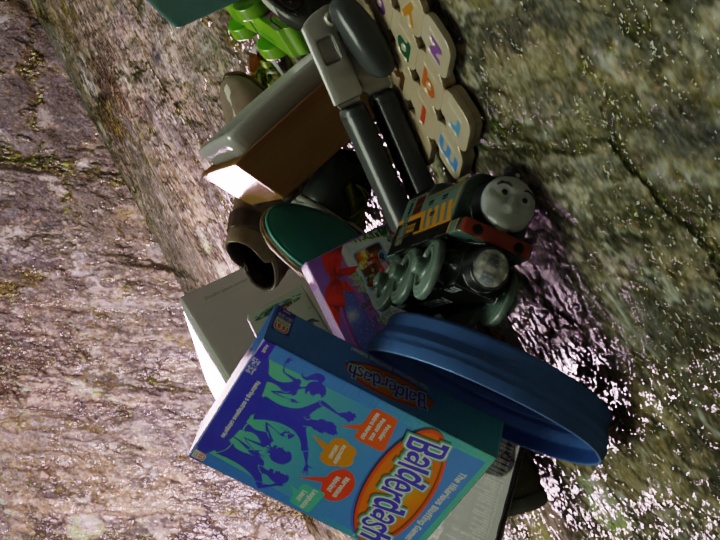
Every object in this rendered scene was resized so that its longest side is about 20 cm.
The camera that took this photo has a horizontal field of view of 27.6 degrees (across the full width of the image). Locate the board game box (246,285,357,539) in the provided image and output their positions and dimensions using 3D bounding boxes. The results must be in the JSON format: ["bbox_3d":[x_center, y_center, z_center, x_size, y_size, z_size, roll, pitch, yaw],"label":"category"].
[{"bbox_3d":[-0.028,0.123,1.294,0.148,0.064,0.200,66,173,-27],"label":"board game box"}]

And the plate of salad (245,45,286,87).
[{"bbox_3d":[-0.084,-0.150,1.611,0.200,0.048,0.200,58,165,25],"label":"plate of salad"}]

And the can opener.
[{"bbox_3d":[0.014,-0.125,1.188,0.200,0.053,0.067,66,168,-10],"label":"can opener"}]

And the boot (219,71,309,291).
[{"bbox_3d":[-0.106,-0.082,1.486,0.200,0.070,0.146,56,-140,-42],"label":"boot"}]

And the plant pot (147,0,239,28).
[{"bbox_3d":[-0.178,-0.342,1.373,0.141,0.141,0.200,-109,-6,-57],"label":"plant pot"}]

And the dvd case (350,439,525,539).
[{"bbox_3d":[0.073,0.186,1.343,0.149,0.016,0.200,22,108,30],"label":"dvd case"}]

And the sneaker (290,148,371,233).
[{"bbox_3d":[-0.015,-0.077,1.447,0.074,0.085,0.200,32,-173,0],"label":"sneaker"}]

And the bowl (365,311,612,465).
[{"bbox_3d":[0.101,0.090,1.128,0.200,0.039,0.201,25,168,5],"label":"bowl"}]

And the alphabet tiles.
[{"bbox_3d":[0.038,-0.172,1.157,0.200,0.015,0.196,60,166,19],"label":"alphabet tiles"}]

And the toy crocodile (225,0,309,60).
[{"bbox_3d":[-0.100,-0.261,1.451,0.068,0.062,0.200,56,171,-36],"label":"toy crocodile"}]

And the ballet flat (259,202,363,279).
[{"bbox_3d":[0.000,0.000,1.340,0.200,0.068,0.072,19,158,2],"label":"ballet flat"}]

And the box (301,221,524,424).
[{"bbox_3d":[0.055,0.054,1.249,0.200,0.137,0.039,64,168,3],"label":"box"}]

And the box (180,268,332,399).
[{"bbox_3d":[-0.074,0.104,1.718,0.200,0.199,0.171,54,163,38],"label":"box"}]

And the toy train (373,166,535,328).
[{"bbox_3d":[0.072,-0.016,1.115,0.085,0.114,0.200,22,168,-12],"label":"toy train"}]

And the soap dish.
[{"bbox_3d":[-0.064,-0.131,1.355,0.081,0.157,0.200,49,170,-10],"label":"soap dish"}]

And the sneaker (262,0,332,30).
[{"bbox_3d":[-0.059,-0.256,1.282,0.116,0.076,0.200,73,176,-54],"label":"sneaker"}]

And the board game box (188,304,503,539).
[{"bbox_3d":[-0.013,0.131,1.140,0.152,0.200,0.045,-57,10,38],"label":"board game box"}]

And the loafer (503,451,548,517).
[{"bbox_3d":[0.120,0.176,1.405,0.200,0.075,0.070,-165,62,-68],"label":"loafer"}]
